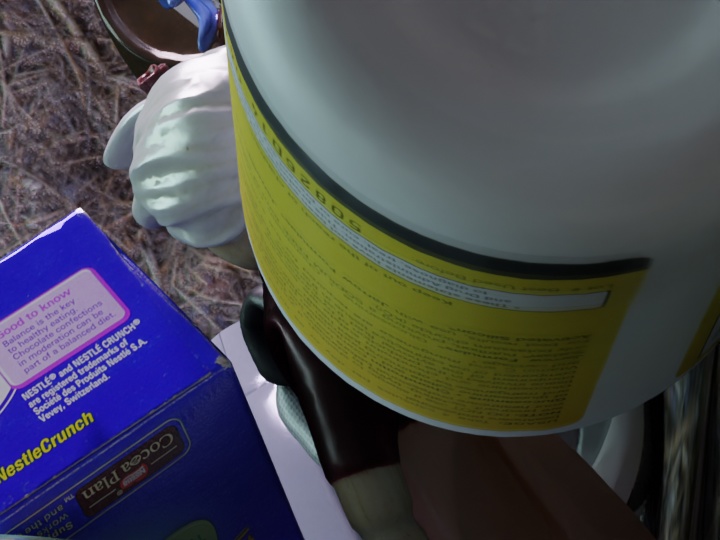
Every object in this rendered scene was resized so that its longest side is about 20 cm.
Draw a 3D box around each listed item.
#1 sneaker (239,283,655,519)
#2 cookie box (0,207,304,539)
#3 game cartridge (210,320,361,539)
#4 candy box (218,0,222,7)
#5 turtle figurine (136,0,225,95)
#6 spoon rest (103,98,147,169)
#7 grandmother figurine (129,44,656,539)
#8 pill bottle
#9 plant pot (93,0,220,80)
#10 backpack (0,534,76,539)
[{"bbox_3d":[0.021,-0.006,0.826,0.075,0.115,0.200,105,166,-50],"label":"sneaker"},{"bbox_3d":[-0.096,0.108,0.712,0.075,0.171,0.200,46,163,37],"label":"cookie box"},{"bbox_3d":[0.005,0.113,0.972,0.200,0.040,0.133,62,-175,38],"label":"game cartridge"},{"bbox_3d":[0.028,-0.100,0.750,0.136,0.061,0.200,-47,0,1],"label":"candy box"},{"bbox_3d":[0.036,-0.059,0.984,0.144,0.200,0.194,-37,68,53],"label":"turtle figurine"},{"bbox_3d":[0.000,0.000,0.883,0.099,0.200,0.061,-36,-23,-34],"label":"spoon rest"},{"bbox_3d":[0.010,0.027,0.681,0.200,0.061,0.121,55,-171,-24],"label":"grandmother figurine"},{"bbox_3d":[0.031,-0.031,0.527,0.200,0.112,0.112,94,180,-74],"label":"pill bottle"},{"bbox_3d":[-0.026,-0.116,1.151,0.200,0.187,0.187,10,-97,-68],"label":"plant pot"},{"bbox_3d":[-0.022,0.132,0.600,0.167,0.200,0.127,-83,-3,-69],"label":"backpack"}]
